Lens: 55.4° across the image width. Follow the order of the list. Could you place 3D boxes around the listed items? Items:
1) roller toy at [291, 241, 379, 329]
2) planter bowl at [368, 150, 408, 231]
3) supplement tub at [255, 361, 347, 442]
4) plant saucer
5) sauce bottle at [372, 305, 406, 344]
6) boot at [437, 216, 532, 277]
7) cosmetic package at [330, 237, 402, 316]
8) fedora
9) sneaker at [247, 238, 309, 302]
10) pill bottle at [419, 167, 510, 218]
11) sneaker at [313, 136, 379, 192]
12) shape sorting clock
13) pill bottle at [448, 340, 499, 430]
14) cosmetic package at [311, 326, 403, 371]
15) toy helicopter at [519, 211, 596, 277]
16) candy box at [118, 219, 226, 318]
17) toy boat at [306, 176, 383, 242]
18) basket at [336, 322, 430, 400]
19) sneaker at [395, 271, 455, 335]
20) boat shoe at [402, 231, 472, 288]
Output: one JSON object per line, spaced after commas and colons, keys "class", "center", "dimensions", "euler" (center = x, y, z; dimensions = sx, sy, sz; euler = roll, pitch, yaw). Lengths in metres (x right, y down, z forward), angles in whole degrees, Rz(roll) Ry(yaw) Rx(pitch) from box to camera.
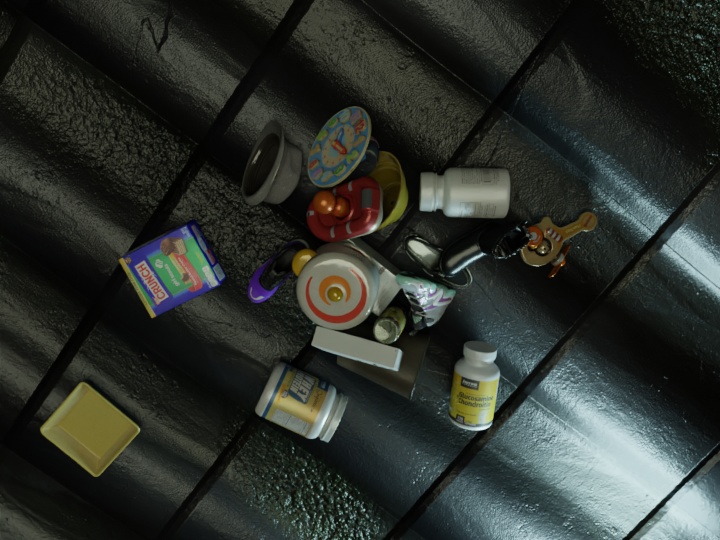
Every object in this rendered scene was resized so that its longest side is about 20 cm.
{"class": "roller toy", "center": [-0.050, 0.033, 1.556], "dimensions": [0.181, 0.140, 0.201], "euler": [-11, 105, 8]}
{"class": "planter bowl", "center": [0.050, -0.168, 1.587], "dimensions": [0.083, 0.200, 0.201], "euler": [18, 109, -41]}
{"class": "supplement tub", "center": [-0.147, 0.331, 1.716], "dimensions": [0.199, 0.145, 0.145], "euler": [25, 104, -4]}
{"class": "plant saucer", "center": [-0.710, 0.414, 1.820], "dimensions": [0.200, 0.048, 0.200], "euler": [42, 103, -8]}
{"class": "sauce bottle", "center": [0.075, 0.121, 1.619], "dimensions": [0.064, 0.200, 0.065], "euler": [1, 98, 10]}
{"class": "boot", "center": [0.283, -0.049, 1.560], "dimensions": [0.198, 0.162, 0.074], "euler": [-37, 107, -9]}
{"class": "cosmetic package", "center": [0.000, 0.000, 1.656], "dimensions": [0.200, 0.081, 0.113], "euler": [36, 106, -7]}
{"class": "fedora", "center": [-0.195, -0.235, 1.586], "dimensions": [0.090, 0.177, 0.201], "euler": [20, 91, -33]}
{"class": "sneaker", "center": [-0.210, 0.004, 1.658], "dimensions": [0.070, 0.100, 0.200], "euler": [43, 102, -5]}
{"class": "pill bottle", "center": [0.237, -0.179, 1.579], "dimensions": [0.199, 0.114, 0.115], "euler": [2, 104, 3]}
{"class": "sneaker", "center": [-0.028, -0.240, 1.599], "dimensions": [0.200, 0.082, 0.070], "euler": [-26, 126, 38]}
{"class": "shape sorting clock", "center": [-0.051, -0.279, 1.541], "dimensions": [0.200, 0.200, 0.039], "euler": [-47, 133, 13]}
{"class": "pill bottle", "center": [0.283, 0.282, 1.695], "dimensions": [0.111, 0.112, 0.201], "euler": [6, 105, 2]}
{"class": "cosmetic package", "center": [-0.006, 0.181, 1.579], "dimensions": [0.199, 0.083, 0.051], "euler": [14, 79, 14]}
{"class": "toy helicopter", "center": [0.470, -0.073, 1.617], "dimensions": [0.199, 0.079, 0.133], "euler": [-27, 95, -3]}
{"class": "candy box", "center": [-0.461, -0.005, 1.684], "dimensions": [0.199, 0.077, 0.170], "euler": [-25, 102, 10]}
{"class": "toy boat", "center": [-0.052, -0.141, 1.522], "dimensions": [0.199, 0.130, 0.131], "euler": [-14, 68, 44]}
{"class": "basket", "center": [0.053, 0.204, 1.675], "dimensions": [0.199, 0.181, 0.136], "euler": [17, 137, 8]}
{"class": "sneaker", "center": [0.137, 0.087, 1.619], "dimensions": [0.199, 0.078, 0.140], "euler": [19, 96, -43]}
{"class": "boat shoe", "center": [0.184, -0.016, 1.651], "dimensions": [0.199, 0.060, 0.076], "euler": [31, 104, -5]}
